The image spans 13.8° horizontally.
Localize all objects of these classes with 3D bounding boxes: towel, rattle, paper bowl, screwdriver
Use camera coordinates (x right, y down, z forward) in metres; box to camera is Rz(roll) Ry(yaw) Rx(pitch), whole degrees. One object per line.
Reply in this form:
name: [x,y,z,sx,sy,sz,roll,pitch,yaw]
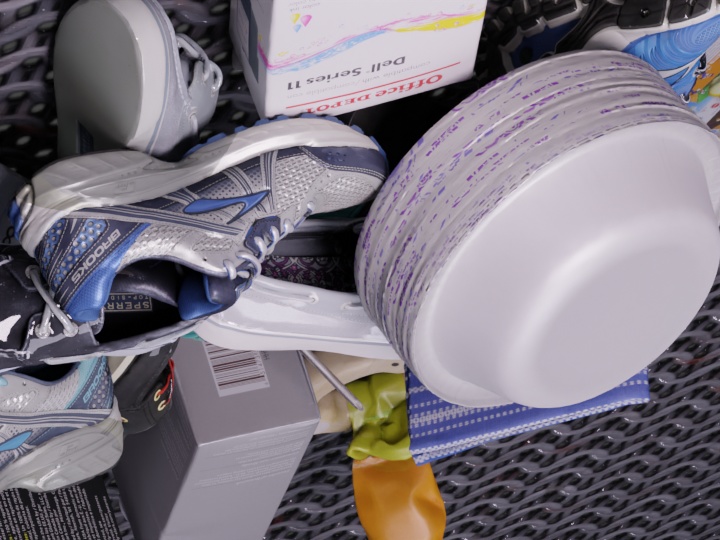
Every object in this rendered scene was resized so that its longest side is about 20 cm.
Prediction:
towel: [0.091,0.013,1.694,0.145,0.200,0.024,-16,138,18]
rattle: [0.024,0.091,1.900,0.130,0.143,0.200,10,152,-19]
paper bowl: [0.105,-0.008,1.547,0.201,0.104,0.201,-26,146,-20]
screwdriver: [-0.061,0.011,1.665,0.028,0.029,0.200,-28,124,31]

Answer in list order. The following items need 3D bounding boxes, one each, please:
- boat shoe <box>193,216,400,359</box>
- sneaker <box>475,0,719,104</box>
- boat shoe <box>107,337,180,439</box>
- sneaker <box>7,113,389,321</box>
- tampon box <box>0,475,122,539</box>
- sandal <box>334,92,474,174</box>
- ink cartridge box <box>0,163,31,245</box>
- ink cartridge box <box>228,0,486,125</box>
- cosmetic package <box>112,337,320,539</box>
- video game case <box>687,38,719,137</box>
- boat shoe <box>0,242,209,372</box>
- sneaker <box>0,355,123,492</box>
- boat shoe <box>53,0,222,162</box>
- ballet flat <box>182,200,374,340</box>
boat shoe: [0.000,0.000,1.616,0.200,0.072,0.069,5,145,-26]
sneaker: [0.159,-0.137,1.588,0.200,0.079,0.089,-27,151,33]
boat shoe: [-0.136,0.054,1.723,0.063,0.074,0.201,18,157,-14]
sneaker: [-0.072,-0.017,1.482,0.200,0.085,0.077,-13,158,-24]
tampon box: [-0.269,0.183,1.861,0.200,0.126,0.150,7,143,-46]
sandal: [0.052,-0.061,1.615,0.045,0.075,0.200,15,-174,31]
ink cartridge box: [-0.205,0.051,1.585,0.200,0.047,0.160,-67,153,-6]
ink cartridge box: [-0.001,-0.136,1.472,0.117,0.067,0.200,-15,156,-11]
cosmetic package: [-0.096,0.099,1.851,0.090,0.107,0.200,-12,157,-18]
video game case: [0.193,-0.116,1.736,0.200,0.018,0.143,1,148,-40]
boat shoe: [-0.156,0.017,1.496,0.200,0.072,0.068,1,168,-42]
sneaker: [-0.209,0.080,1.533,0.200,0.078,0.086,-26,126,-43]
boat shoe: [-0.109,-0.088,1.504,0.071,0.070,0.201,-32,161,-23]
ballet flat: [-0.040,-0.033,1.682,0.074,0.074,0.200,6,147,-46]
